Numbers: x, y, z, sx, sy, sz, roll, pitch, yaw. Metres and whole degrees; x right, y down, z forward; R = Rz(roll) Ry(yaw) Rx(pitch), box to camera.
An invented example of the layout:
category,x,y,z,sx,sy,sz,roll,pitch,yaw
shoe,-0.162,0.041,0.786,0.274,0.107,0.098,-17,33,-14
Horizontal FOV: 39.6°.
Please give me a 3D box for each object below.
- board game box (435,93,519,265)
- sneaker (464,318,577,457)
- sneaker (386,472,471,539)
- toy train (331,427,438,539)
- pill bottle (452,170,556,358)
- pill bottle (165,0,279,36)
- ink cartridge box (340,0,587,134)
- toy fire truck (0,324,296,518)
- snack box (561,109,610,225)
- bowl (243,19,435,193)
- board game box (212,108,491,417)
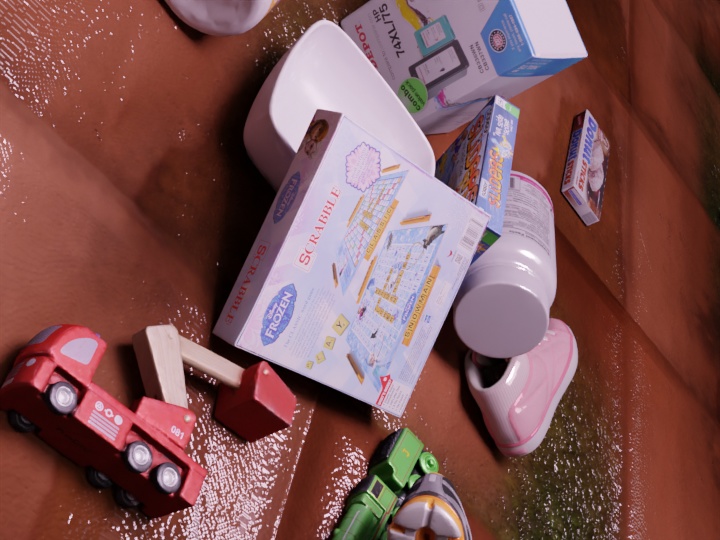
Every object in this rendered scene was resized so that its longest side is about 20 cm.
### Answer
category,x,y,z,sx,sy,sz,roll,pitch,yaw
board game box,0.104,-0.073,1.033,0.034,0.135,0.201,29,44,-14
sneaker,0.173,0.094,1.078,0.105,0.075,0.201,56,40,-22
sneaker,0.058,0.252,0.787,0.077,0.077,0.202,-66,160,-67
toy train,0.012,0.208,0.833,0.056,0.042,0.200,47,38,-8
pill bottle,0.150,-0.008,1.054,0.114,0.113,0.201,48,30,-23
pill bottle,-0.100,-0.308,0.924,0.117,0.116,0.201,51,38,-19
ink cartridge box,0.112,-0.255,1.098,0.145,0.199,0.148,-17,84,-53
toy fire truck,-0.140,0.088,0.694,0.200,0.048,0.142,45,39,-26
snack box,0.337,-0.156,1.488,0.072,0.024,0.201,47,39,-23
bowl,-0.024,-0.114,0.945,0.200,0.074,0.201,49,39,-22
board game box,0.000,0.000,0.844,0.199,0.041,0.202,30,84,-40
